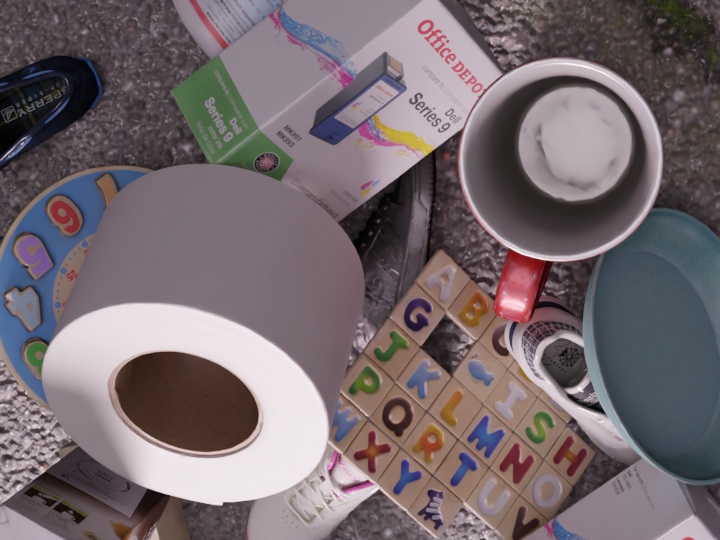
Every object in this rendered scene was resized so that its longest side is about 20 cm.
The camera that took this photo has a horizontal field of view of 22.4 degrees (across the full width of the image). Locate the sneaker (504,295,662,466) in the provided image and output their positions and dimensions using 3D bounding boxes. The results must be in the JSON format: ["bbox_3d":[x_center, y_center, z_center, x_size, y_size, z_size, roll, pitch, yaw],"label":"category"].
[{"bbox_3d":[0.192,0.100,1.342,0.199,0.081,0.077,34,94,-12],"label":"sneaker"}]

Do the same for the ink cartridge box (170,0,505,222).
[{"bbox_3d":[-0.011,-0.131,1.310,0.200,0.145,0.088,-37,56,9],"label":"ink cartridge box"}]

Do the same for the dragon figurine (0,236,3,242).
[{"bbox_3d":[-0.275,0.007,1.432,0.199,0.059,0.100,26,99,1],"label":"dragon figurine"}]

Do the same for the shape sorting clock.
[{"bbox_3d":[-0.182,0.021,1.382,0.199,0.039,0.201,-2,96,-25],"label":"shape sorting clock"}]

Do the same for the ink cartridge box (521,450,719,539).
[{"bbox_3d":[0.190,0.247,1.343,0.200,0.084,0.145,-36,120,12],"label":"ink cartridge box"}]

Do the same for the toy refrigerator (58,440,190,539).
[{"bbox_3d":[-0.176,0.223,1.435,0.070,0.076,0.201,-13,95,11],"label":"toy refrigerator"}]

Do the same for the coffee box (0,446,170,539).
[{"bbox_3d":[-0.212,0.206,1.298,0.079,0.200,0.115,28,101,4],"label":"coffee box"}]

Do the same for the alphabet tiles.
[{"bbox_3d":[0.081,0.112,1.352,0.200,0.008,0.167,42,72,-15],"label":"alphabet tiles"}]

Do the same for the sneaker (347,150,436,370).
[{"bbox_3d":[0.000,-0.001,1.384,0.103,0.060,0.201,5,101,4],"label":"sneaker"}]

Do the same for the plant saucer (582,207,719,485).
[{"bbox_3d":[0.221,0.056,1.308,0.036,0.200,0.201,-18,95,46],"label":"plant saucer"}]

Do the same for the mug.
[{"bbox_3d":[0.131,-0.070,1.282,0.178,0.200,0.133,-44,89,13],"label":"mug"}]

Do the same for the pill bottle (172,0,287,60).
[{"bbox_3d":[-0.035,-0.231,1.336,0.200,0.109,0.109,-37,90,12],"label":"pill bottle"}]

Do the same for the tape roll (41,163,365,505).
[{"bbox_3d":[-0.106,0.045,1.267,0.201,0.140,0.203,7,136,7],"label":"tape roll"}]

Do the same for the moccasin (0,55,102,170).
[{"bbox_3d":[-0.299,-0.114,1.416,0.199,0.068,0.081,-33,91,12],"label":"moccasin"}]

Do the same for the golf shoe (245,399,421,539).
[{"bbox_3d":[-0.021,0.152,1.392,0.075,0.092,0.200,44,103,0],"label":"golf shoe"}]
